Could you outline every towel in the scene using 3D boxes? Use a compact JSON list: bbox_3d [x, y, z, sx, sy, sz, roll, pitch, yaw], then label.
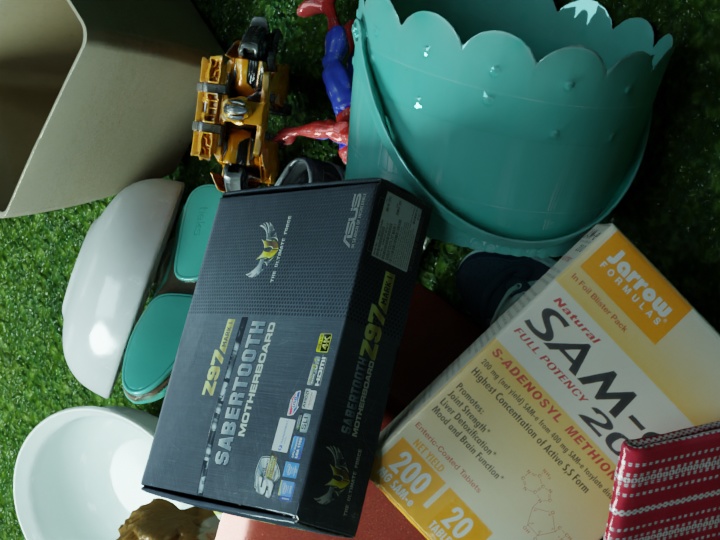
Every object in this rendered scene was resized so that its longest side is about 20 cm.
[{"bbox_3d":[0.197,0.166,0.745,0.023,0.144,0.201,-127,34,-53],"label":"towel"}]

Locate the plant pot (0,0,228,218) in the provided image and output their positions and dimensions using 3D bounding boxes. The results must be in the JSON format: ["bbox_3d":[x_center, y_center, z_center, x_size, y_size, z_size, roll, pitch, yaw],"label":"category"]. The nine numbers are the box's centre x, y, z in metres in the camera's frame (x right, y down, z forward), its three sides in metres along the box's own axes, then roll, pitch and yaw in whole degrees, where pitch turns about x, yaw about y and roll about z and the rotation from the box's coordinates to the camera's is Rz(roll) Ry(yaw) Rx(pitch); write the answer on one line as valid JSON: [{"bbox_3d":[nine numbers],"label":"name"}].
[{"bbox_3d":[-0.237,-0.181,1.139,0.200,0.176,0.200,-55,54,31],"label":"plant pot"}]

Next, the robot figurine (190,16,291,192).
[{"bbox_3d":[-0.091,-0.117,1.001,0.058,0.200,0.146,7,92,3],"label":"robot figurine"}]

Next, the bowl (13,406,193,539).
[{"bbox_3d":[-0.212,0.207,1.190,0.200,0.090,0.202,6,106,23],"label":"bowl"}]

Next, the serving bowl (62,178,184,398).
[{"bbox_3d":[-0.217,0.008,1.135,0.200,0.065,0.201,-161,90,-83],"label":"serving bowl"}]

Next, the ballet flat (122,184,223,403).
[{"bbox_3d":[-0.135,0.027,1.063,0.067,0.070,0.201,5,64,24],"label":"ballet flat"}]

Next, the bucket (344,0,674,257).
[{"bbox_3d":[0.087,-0.104,0.824,0.207,0.206,0.136,30,119,39],"label":"bucket"}]

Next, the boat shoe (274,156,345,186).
[{"bbox_3d":[-0.073,0.002,1.041,0.072,0.068,0.201,35,102,33],"label":"boat shoe"}]

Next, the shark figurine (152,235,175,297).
[{"bbox_3d":[-0.134,0.072,1.138,0.128,0.090,0.215,-44,67,-1],"label":"shark figurine"}]

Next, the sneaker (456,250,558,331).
[{"bbox_3d":[0.117,0.046,0.861,0.200,0.108,0.070,37,119,34],"label":"sneaker"}]

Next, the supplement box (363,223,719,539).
[{"bbox_3d":[0.114,0.085,0.748,0.200,0.074,0.126,-45,88,5],"label":"supplement box"}]

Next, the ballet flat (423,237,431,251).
[{"bbox_3d":[0.000,0.000,1.005,0.076,0.064,0.201,44,122,32],"label":"ballet flat"}]

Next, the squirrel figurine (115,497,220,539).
[{"bbox_3d":[-0.124,0.290,1.084,0.199,0.142,0.188,6,121,10],"label":"squirrel figurine"}]

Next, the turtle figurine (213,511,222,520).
[{"bbox_3d":[-0.068,0.129,0.971,0.200,0.161,0.064,-45,42,-9],"label":"turtle figurine"}]

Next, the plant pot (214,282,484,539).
[{"bbox_3d":[0.038,0.149,0.901,0.176,0.199,0.201,28,112,25],"label":"plant pot"}]

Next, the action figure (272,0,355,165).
[{"bbox_3d":[-0.028,-0.110,0.968,0.099,0.065,0.201,-32,47,17],"label":"action figure"}]

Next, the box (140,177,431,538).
[{"bbox_3d":[-0.047,0.048,0.772,0.157,0.051,0.201,0,70,49],"label":"box"}]
